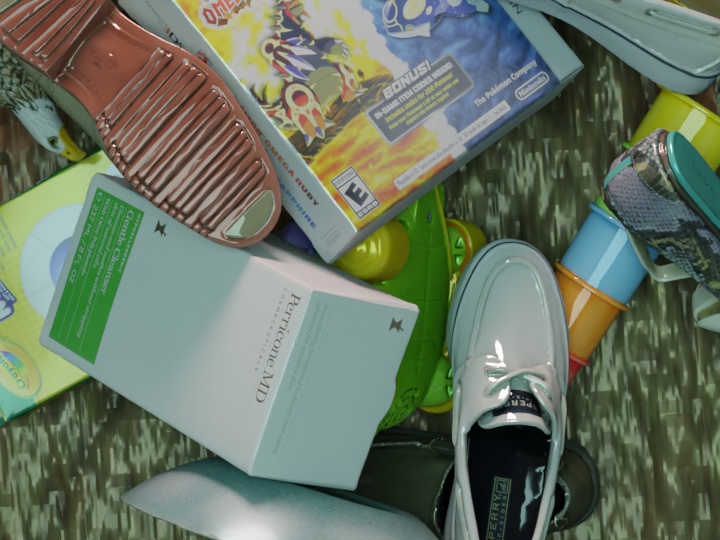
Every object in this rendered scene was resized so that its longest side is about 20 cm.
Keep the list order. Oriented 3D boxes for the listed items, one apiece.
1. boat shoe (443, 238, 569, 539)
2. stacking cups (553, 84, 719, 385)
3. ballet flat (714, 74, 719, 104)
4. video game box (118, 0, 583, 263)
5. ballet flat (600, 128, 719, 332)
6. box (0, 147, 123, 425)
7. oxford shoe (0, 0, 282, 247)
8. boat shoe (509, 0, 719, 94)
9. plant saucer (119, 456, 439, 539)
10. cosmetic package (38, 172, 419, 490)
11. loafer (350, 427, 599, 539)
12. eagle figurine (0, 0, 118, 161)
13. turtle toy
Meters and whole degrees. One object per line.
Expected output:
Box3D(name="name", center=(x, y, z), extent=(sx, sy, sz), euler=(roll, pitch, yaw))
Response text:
Box3D(name="boat shoe", center=(0.080, 0.079, 1.415), extent=(0.072, 0.066, 0.201), euler=(11, 80, -8))
Box3D(name="stacking cups", center=(0.140, -0.010, 1.474), extent=(0.060, 0.061, 0.200), euler=(34, 94, 4))
Box3D(name="ballet flat", center=(0.290, -0.073, 1.450), extent=(0.199, 0.076, 0.064), euler=(32, 69, -11))
Box3D(name="video game box", center=(-0.001, -0.129, 1.402), extent=(0.182, 0.047, 0.200), euler=(49, 54, 5))
Box3D(name="ballet flat", center=(0.202, -0.004, 1.443), extent=(0.072, 0.072, 0.200), euler=(-46, 121, 5))
Box3D(name="box", center=(-0.168, 0.003, 1.514), extent=(0.199, 0.048, 0.118), euler=(-29, 88, 7))
Box3D(name="oxford shoe", center=(-0.114, -0.088, 1.354), extent=(0.071, 0.074, 0.200), euler=(-42, 81, -6))
Box3D(name="boat shoe", center=(0.127, -0.173, 1.419), extent=(0.199, 0.071, 0.070), euler=(32, 135, -6))
Box3D(name="plant saucer", center=(-0.028, 0.133, 1.377), extent=(0.200, 0.201, 0.039), euler=(18, 88, 5))
Box3D(name="cosmetic package", center=(-0.073, 0.030, 1.387), extent=(0.200, 0.085, 0.108), euler=(25, 99, 46))
Box3D(name="loafer", center=(0.037, 0.126, 1.481), extent=(0.199, 0.070, 0.076), euler=(-7, 90, 6))
Box3D(name="eagle figurine", center=(-0.221, -0.103, 1.459), extent=(0.200, 0.152, 0.151), euler=(-40, 70, 6))
Box3D(name="turtle toy", center=(0.000, 0.000, 1.461), extent=(0.101, 0.146, 0.201), euler=(5, 91, 27))
